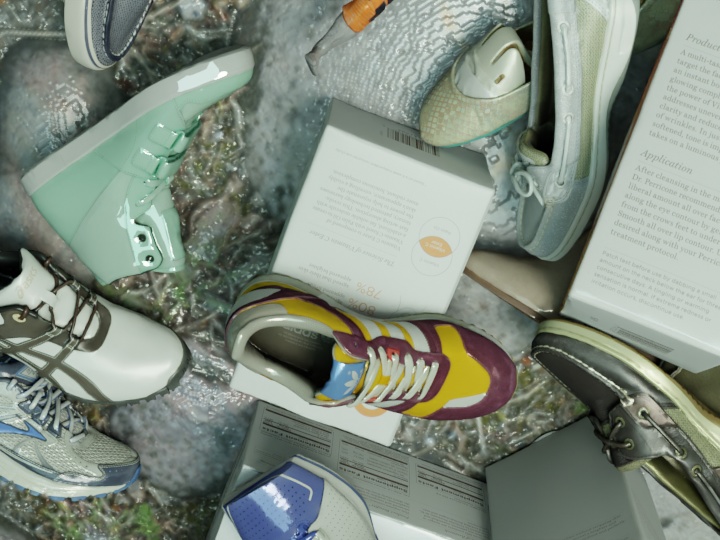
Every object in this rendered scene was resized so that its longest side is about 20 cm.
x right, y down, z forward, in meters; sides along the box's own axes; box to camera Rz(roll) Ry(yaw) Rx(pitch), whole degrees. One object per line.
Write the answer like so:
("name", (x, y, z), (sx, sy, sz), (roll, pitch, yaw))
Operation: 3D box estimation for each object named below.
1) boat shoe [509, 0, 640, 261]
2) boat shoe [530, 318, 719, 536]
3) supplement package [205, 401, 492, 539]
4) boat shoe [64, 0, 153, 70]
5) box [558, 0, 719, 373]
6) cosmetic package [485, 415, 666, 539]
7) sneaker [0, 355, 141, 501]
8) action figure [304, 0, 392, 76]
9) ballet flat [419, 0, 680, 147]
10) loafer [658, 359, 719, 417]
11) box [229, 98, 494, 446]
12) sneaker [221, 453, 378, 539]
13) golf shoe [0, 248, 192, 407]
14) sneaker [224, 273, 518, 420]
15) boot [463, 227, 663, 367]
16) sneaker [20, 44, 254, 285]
("boat shoe", (0.125, -0.100, 0.841), (0.064, 0.075, 0.204), (2, 124, -13))
("boat shoe", (0.194, 0.108, 0.885), (0.199, 0.073, 0.065), (35, 73, 2))
("supplement package", (-0.017, 0.220, 0.991), (0.198, 0.111, 0.157), (20, 108, -4))
("boat shoe", (-0.128, -0.219, 0.856), (0.092, 0.075, 0.202), (22, 109, 15))
("box", (0.212, -0.050, 0.828), (0.105, 0.152, 0.202), (21, 85, 9))
("cosmetic package", (0.156, 0.193, 0.929), (0.112, 0.200, 0.082), (-29, 105, 14))
("sneaker", (-0.256, 0.107, 0.981), (0.198, 0.077, 0.086), (21, 104, -6))
("action figure", (0.011, -0.252, 0.846), (0.192, 0.105, 0.202), (-30, 94, -5))
("ballet flat", (0.120, -0.154, 0.882), (0.198, 0.068, 0.063), (-28, 142, 4))
("loafer", (0.291, 0.079, 0.870), (0.198, 0.070, 0.076), (-5, 125, 33))
("box", (0.000, 0.000, 0.923), (0.123, 0.098, 0.202), (20, 108, -5))
("sneaker", (-0.010, 0.225, 0.873), (0.080, 0.115, 0.200), (-34, 103, 10))
("golf shoe", (-0.218, 0.037, 0.929), (0.198, 0.079, 0.095), (16, 152, 0))
("sneaker", (0.007, 0.064, 0.845), (0.197, 0.090, 0.076), (13, 109, -3))
("boot", (0.186, -0.014, 0.934), (0.198, 0.070, 0.147), (29, 101, -9))
("sneaker", (-0.131, -0.068, 0.915), (0.199, 0.074, 0.119), (-31, 99, 22))
